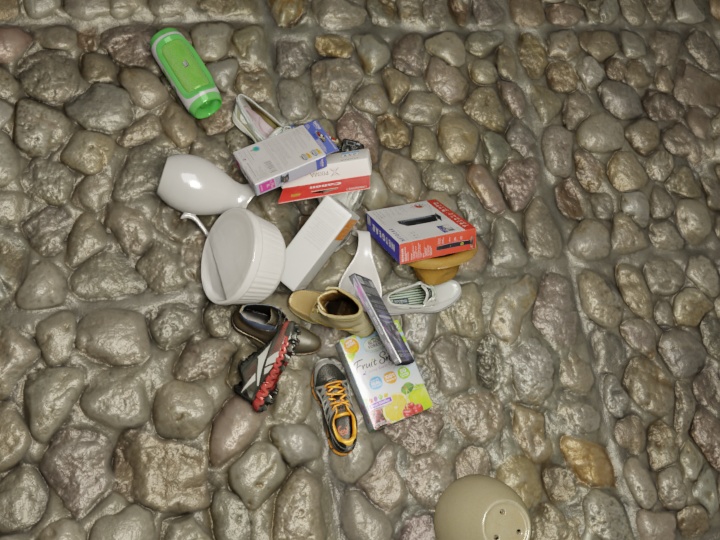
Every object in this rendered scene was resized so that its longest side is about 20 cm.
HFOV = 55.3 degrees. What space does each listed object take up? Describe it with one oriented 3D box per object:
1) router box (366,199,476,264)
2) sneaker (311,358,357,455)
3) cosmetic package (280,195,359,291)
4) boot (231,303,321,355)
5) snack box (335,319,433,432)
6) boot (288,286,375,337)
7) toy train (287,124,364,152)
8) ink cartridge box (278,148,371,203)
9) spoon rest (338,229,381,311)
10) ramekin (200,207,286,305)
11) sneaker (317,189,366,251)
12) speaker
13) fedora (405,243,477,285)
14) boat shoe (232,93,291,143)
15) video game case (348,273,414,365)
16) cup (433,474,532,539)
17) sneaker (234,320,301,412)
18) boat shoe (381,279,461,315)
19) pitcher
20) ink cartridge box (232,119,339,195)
[{"bbox_3d":[0.130,-0.090,1.515,0.179,0.200,0.049,-12,118,-17],"label":"router box"},{"bbox_3d":[-0.045,0.276,1.413,0.078,0.077,0.201,-15,75,-16],"label":"sneaker"},{"bbox_3d":[-0.095,-0.057,1.446,0.071,0.101,0.200,39,99,6],"label":"cosmetic package"},{"bbox_3d":[-0.170,0.123,1.419,0.199,0.097,0.075,18,70,-7],"label":"boot"},{"bbox_3d":[0.050,0.224,1.463,0.142,0.053,0.201,-17,76,-19],"label":"snack box"},{"bbox_3d":[-0.074,0.072,1.407,0.199,0.155,0.073,20,78,18],"label":"boot"},{"bbox_3d":[-0.086,-0.304,1.609,0.199,0.034,0.046,12,67,-10],"label":"toy train"},{"bbox_3d":[-0.077,-0.208,1.485,0.199,0.176,0.045,-9,114,5],"label":"ink cartridge box"},{"bbox_3d":[0.000,0.000,1.519,0.099,0.061,0.201,5,71,-12],"label":"spoon rest"},{"bbox_3d":[-0.236,-0.022,1.403,0.094,0.202,0.203,14,67,-42],"label":"ramekin"},{"bbox_3d":[-0.058,-0.133,1.550,0.099,0.078,0.201,17,69,11],"label":"sneaker"},{"bbox_3d":[-0.394,-0.446,1.553,0.088,0.088,0.200,-30,82,-20],"label":"speaker"},{"bbox_3d":[0.168,-0.025,1.532,0.200,0.201,0.082,-12,117,-17],"label":"fedora"},{"bbox_3d":[-0.210,-0.318,1.550,0.202,0.065,0.074,43,57,15],"label":"boat shoe"},{"bbox_3d":[0.045,0.102,1.407,0.019,0.143,0.201,-29,77,10],"label":"video game case"},{"bbox_3d":[0.264,0.512,1.376,0.199,0.143,0.201,4,73,-12],"label":"cup"},{"bbox_3d":[-0.191,0.182,1.380,0.098,0.071,0.201,28,101,8],"label":"sneaker"},{"bbox_3d":[0.142,0.060,1.530,0.199,0.067,0.074,-16,77,-18],"label":"boat shoe"},{"bbox_3d":[-0.333,-0.147,1.466,0.199,0.121,0.172,18,84,-19],"label":"pitcher"},{"bbox_3d":[-0.157,-0.243,1.468,0.199,0.042,0.119,-27,55,-13],"label":"ink cartridge box"}]
